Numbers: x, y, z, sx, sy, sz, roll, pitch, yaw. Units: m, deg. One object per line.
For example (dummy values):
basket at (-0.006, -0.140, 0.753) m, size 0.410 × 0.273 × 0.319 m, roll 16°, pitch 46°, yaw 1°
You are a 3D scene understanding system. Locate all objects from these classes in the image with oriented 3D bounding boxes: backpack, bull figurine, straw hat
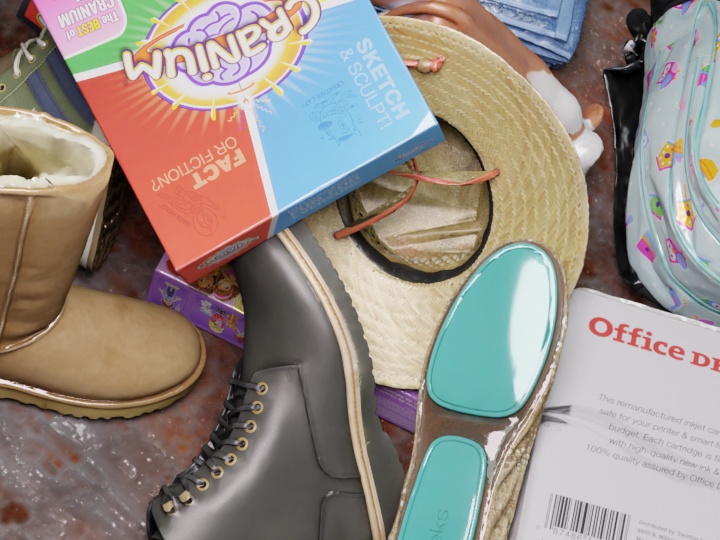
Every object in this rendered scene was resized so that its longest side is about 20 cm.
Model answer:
backpack at (0.219, -0.064, 1.651) m, size 0.166 × 0.127 × 0.201 m, roll 19°, pitch 61°, yaw -7°
bull figurine at (0.055, -0.106, 1.624) m, size 0.121 × 0.200 × 0.065 m, roll 4°, pitch 66°, yaw 31°
straw hat at (0.032, -0.044, 1.561) m, size 0.200 × 0.202 × 0.085 m, roll 28°, pitch 16°, yaw 3°

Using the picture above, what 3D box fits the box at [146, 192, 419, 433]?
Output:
box at (0.000, 0.000, 1.607) m, size 0.199 × 0.039 × 0.137 m, roll 26°, pitch 59°, yaw 1°

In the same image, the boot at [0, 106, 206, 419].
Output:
boot at (-0.149, -0.001, 1.473) m, size 0.174 × 0.200 × 0.066 m, roll 1°, pitch 58°, yaw -14°

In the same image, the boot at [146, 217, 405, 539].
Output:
boot at (-0.063, 0.077, 1.489) m, size 0.138 × 0.077 × 0.201 m, roll -23°, pitch 97°, yaw -20°

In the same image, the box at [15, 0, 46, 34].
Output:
box at (-0.097, -0.179, 1.590) m, size 0.136 × 0.200 × 0.038 m, roll 35°, pitch 40°, yaw 8°

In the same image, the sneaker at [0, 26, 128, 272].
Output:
sneaker at (-0.162, -0.105, 1.561) m, size 0.089 × 0.067 × 0.201 m, roll 14°, pitch 102°, yaw 8°

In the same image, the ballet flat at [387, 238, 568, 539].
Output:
ballet flat at (0.061, 0.083, 1.502) m, size 0.070 × 0.065 × 0.201 m, roll 18°, pitch 81°, yaw 18°

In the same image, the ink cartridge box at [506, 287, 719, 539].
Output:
ink cartridge box at (0.150, 0.128, 1.545) m, size 0.145 × 0.084 × 0.201 m, roll 17°, pitch 58°, yaw -5°

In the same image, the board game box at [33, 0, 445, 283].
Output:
board game box at (-0.070, -0.118, 1.473) m, size 0.153 × 0.040 × 0.201 m, roll -29°, pitch 78°, yaw 1°

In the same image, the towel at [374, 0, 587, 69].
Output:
towel at (0.039, -0.192, 1.723) m, size 0.199 × 0.049 × 0.112 m, roll 16°, pitch 57°, yaw -5°
